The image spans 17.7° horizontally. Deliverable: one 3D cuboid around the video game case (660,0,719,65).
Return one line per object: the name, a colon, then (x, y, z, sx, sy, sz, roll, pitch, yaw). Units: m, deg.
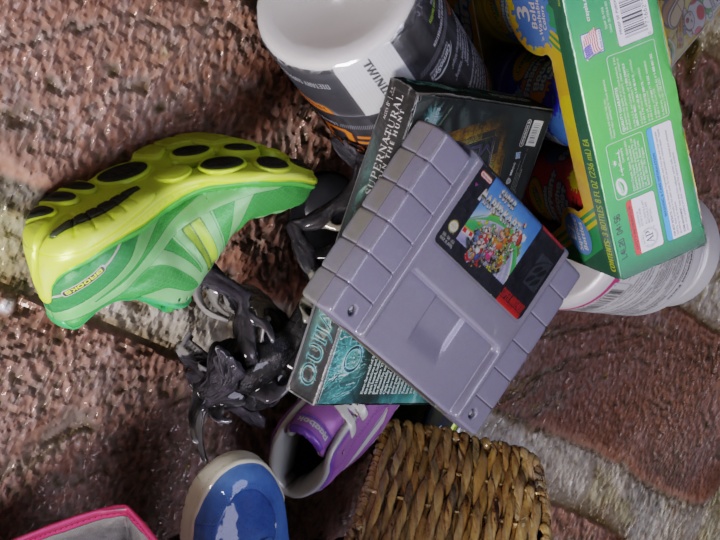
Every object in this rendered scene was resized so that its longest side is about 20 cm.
video game case: (0.181, -0.224, 1.623, 0.182, 0.023, 0.201, -48, 127, -27)

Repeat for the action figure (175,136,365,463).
action figure: (-0.057, 0.019, 1.415, 0.200, 0.102, 0.119, -48, 152, -15)

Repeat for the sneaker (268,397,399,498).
sneaker: (0.003, 0.067, 1.503, 0.201, 0.072, 0.114, -64, 170, 26)

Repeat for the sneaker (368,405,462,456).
sneaker: (0.064, 0.058, 1.645, 0.201, 0.074, 0.081, -65, 157, -4)

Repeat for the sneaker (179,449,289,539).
sneaker: (-0.052, 0.214, 1.405, 0.076, 0.111, 0.201, -15, 120, -31)

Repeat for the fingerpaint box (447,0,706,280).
fingerpaint box: (0.130, -0.112, 1.480, 0.073, 0.167, 0.201, -22, 113, -21)

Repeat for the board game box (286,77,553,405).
board game box: (0.037, -0.014, 1.398, 0.135, 0.028, 0.201, 4, 110, -49)

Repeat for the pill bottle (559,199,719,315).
pill bottle: (0.191, -0.024, 1.749, 0.200, 0.113, 0.114, 6, 106, -58)

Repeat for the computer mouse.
computer mouse: (0.000, 0.000, 1.552, 0.059, 0.034, 0.200, -56, 149, -17)

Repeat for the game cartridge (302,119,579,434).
game cartridge: (0.056, 0.007, 1.384, 0.130, 0.038, 0.200, -53, 142, -3)

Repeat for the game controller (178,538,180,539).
game controller: (-0.118, 0.268, 1.564, 0.201, 0.042, 0.105, 79, 31, -45)

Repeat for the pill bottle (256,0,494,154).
pill bottle: (0.020, -0.121, 1.426, 0.107, 0.106, 0.200, -58, 148, -12)

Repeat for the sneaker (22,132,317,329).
sneaker: (-0.112, -0.024, 1.331, 0.199, 0.074, 0.084, -23, 127, -37)

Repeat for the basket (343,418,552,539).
basket: (0.056, 0.227, 1.564, 0.150, 0.142, 0.201, 92, 13, -46)

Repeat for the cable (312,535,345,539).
cable: (-0.046, 0.289, 1.626, 0.163, 0.051, 0.201, -19, 119, -65)

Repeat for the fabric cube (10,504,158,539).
fabric cube: (-0.166, 0.289, 1.291, 0.195, 0.200, 0.200, -21, 130, -22)
